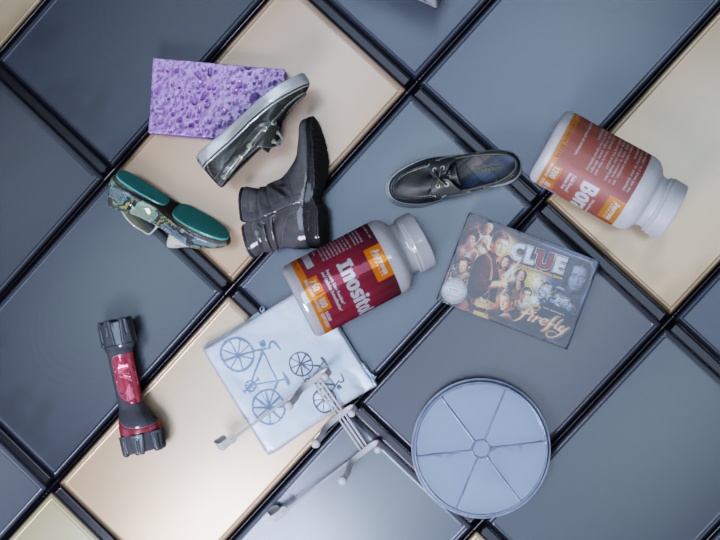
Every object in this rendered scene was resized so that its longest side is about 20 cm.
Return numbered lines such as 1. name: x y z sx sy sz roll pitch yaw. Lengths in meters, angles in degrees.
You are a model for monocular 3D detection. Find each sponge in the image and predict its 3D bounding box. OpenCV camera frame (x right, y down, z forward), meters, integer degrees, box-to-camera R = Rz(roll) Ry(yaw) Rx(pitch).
1. sponge: -0.211 -0.247 1.747 0.199 0.030 0.112 6 91 5

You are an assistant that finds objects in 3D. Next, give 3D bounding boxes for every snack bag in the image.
1. snack bag: -0.104 0.139 1.743 0.200 0.021 0.189 -33 88 2

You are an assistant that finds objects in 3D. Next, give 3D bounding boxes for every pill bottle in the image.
1. pill bottle: 0.346 -0.129 1.655 0.199 0.112 0.112 29 93 5
2. pill bottle: 0.000 0.000 1.681 0.199 0.113 0.113 -28 88 -3

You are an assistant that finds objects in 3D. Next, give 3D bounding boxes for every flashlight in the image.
1. flashlight: -0.336 0.168 1.741 0.067 0.068 0.201 -12 90 6

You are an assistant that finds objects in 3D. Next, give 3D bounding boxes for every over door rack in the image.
1. over door rack: -0.087 0.255 1.701 0.200 0.067 0.148 -34 99 2

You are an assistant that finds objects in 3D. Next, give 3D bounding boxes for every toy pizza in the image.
1. toy pizza: 0.173 0.255 1.712 0.199 0.032 0.201 0 89 5

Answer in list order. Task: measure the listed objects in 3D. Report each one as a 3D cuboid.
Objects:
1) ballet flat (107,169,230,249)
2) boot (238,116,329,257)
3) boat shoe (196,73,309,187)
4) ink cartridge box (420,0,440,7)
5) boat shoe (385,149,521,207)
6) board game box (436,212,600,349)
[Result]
1. ballet flat: -0.283 -0.073 1.745 0.200 0.074 0.074 32 93 6
2. boot: -0.117 -0.123 1.723 0.131 0.070 0.201 -3 78 18
3. boat shoe: -0.141 -0.199 1.696 0.200 0.071 0.064 -40 87 11
4. ink cartridge box: 0.021 -0.438 1.653 0.199 0.174 0.044 24 92 5
5. boat shoe: 0.132 -0.137 1.702 0.199 0.057 0.069 -12 89 5
6. board game box: 0.225 0.014 1.705 0.199 0.035 0.136 20 92 5
